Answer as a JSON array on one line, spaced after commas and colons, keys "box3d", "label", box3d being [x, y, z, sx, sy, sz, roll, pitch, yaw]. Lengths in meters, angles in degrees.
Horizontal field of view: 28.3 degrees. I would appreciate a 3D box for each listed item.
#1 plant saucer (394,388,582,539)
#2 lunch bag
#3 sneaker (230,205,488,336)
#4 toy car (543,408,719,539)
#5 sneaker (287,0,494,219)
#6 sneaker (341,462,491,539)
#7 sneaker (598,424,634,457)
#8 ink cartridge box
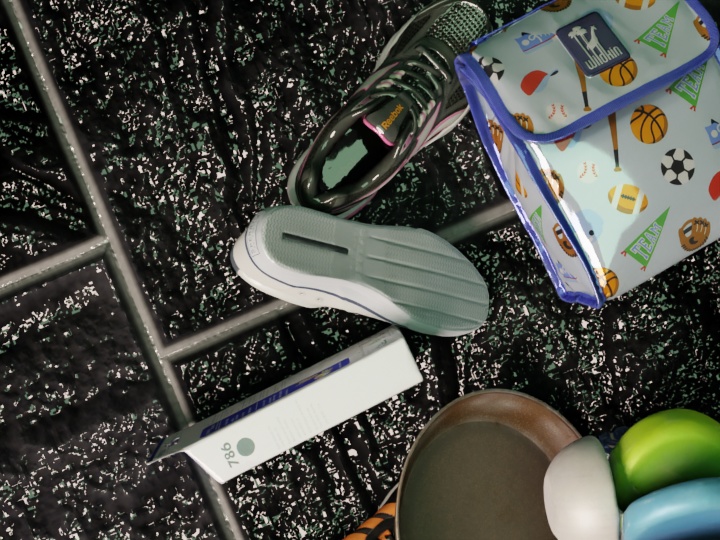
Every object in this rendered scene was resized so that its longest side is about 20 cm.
[{"box3d": [0.101, 0.187, 1.022, 0.199, 0.032, 0.202, 10, 72, -30], "label": "plant saucer"}, {"box3d": [0.179, -0.100, 1.003, 0.169, 0.124, 0.201, -28, 95, -7], "label": "lunch bag"}, {"box3d": [0.000, 0.000, 1.032, 0.199, 0.071, 0.074, 21, 70, -25], "label": "sneaker"}, {"box3d": [0.218, 0.197, 0.943, 0.173, 0.150, 0.202, -5, 108, -4], "label": "toy car"}, {"box3d": [0.027, -0.110, 1.019, 0.080, 0.086, 0.201, 37, 92, -3], "label": "sneaker"}, {"box3d": [0.017, 0.212, 1.032, 0.199, 0.090, 0.070, -35, 94, 0], "label": "sneaker"}, {"box3d": [0.259, 0.167, 1.047, 0.198, 0.077, 0.086, 8, 97, -2], "label": "sneaker"}, {"box3d": [-0.053, 0.101, 1.021, 0.199, 0.099, 0.039, -25, 94, 0], "label": "ink cartridge box"}]
